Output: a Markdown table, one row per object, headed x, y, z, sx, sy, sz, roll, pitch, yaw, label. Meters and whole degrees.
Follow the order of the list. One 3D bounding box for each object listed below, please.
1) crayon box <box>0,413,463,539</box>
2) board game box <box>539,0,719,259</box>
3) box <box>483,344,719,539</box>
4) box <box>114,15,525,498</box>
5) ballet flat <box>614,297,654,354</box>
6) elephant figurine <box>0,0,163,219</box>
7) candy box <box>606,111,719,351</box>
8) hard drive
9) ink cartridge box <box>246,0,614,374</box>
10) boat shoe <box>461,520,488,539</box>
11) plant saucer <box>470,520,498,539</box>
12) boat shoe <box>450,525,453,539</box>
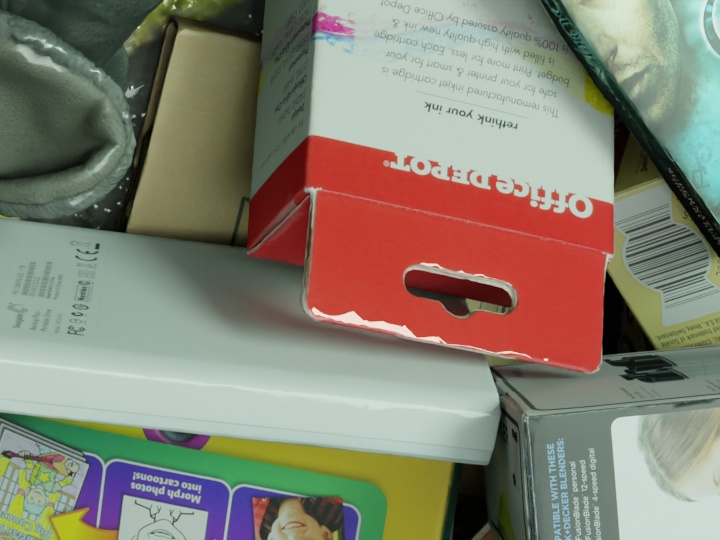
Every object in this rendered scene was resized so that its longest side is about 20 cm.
| x | y | z | sx | sy | sz | roll | pitch | yaw | label |
| --- | --- | --- | --- | --- | --- | --- | --- | --- | --- |
| -0.070 | 0.110 | 0.735 | 0.200 | 0.058 | 0.173 | 11 | 106 | 6 | crayon box |
| 0.169 | -0.112 | 0.679 | 0.200 | 0.028 | 0.135 | -40 | 103 | -6 | board game box |
| 0.144 | 0.059 | 0.666 | 0.200 | 0.117 | 0.060 | -5 | 95 | -5 | box |
| 0.000 | 0.000 | 0.785 | 0.200 | 0.021 | 0.164 | 12 | 101 | -19 | box |
| 0.140 | 0.090 | 0.833 | 0.072 | 0.072 | 0.200 | -34 | 111 | -6 | ballet flat |
| -0.132 | -0.075 | 0.682 | 0.141 | 0.155 | 0.200 | -24 | 133 | -55 | elephant figurine |
| 0.162 | 0.013 | 0.784 | 0.055 | 0.116 | 0.200 | -18 | 118 | 31 | candy box |
| -0.059 | 0.020 | 0.685 | 0.200 | 0.132 | 0.027 | 6 | 109 | -7 | hard drive |
| 0.026 | -0.059 | 0.700 | 0.116 | 0.067 | 0.200 | 12 | 68 | -19 | ink cartridge box |
| 0.076 | 0.206 | 0.845 | 0.074 | 0.060 | 0.200 | -5 | 106 | -14 | boat shoe |
| 0.124 | 0.153 | 0.773 | 0.200 | 0.034 | 0.201 | 1 | 111 | 4 | plant saucer |
| 0.003 | 0.158 | 0.808 | 0.068 | 0.072 | 0.200 | -7 | 113 | -55 | boat shoe |
